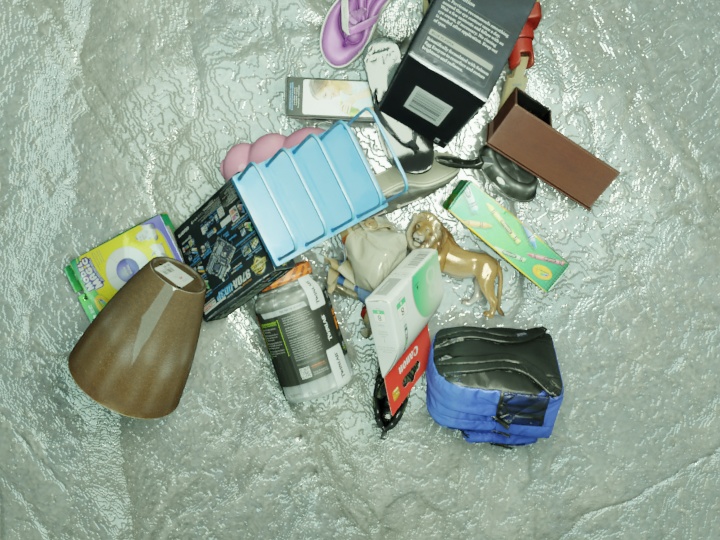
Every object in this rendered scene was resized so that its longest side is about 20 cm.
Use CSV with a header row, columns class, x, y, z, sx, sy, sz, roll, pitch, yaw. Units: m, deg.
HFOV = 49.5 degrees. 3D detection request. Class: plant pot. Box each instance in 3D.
class,x,y,z,sx,sy,sz,roll,pitch,yaw
plant pot,-0.321,0.087,1.198,0.185,0.187,0.202,31,108,-2

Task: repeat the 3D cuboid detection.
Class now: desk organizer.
class,x,y,z,sx,sy,sz,roll,pitch,yaw
desk organizer,0.293,-0.186,1.194,0.198,0.072,0.077,31,125,-9

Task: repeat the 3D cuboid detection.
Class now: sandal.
class,x,y,z,sx,sy,sz,roll,pitch,yaw
sandal,0.049,-0.232,1.123,0.075,0.043,0.203,-21,98,5
sandal,0.001,-0.413,1.214,0.082,0.050,0.204,34,97,-2

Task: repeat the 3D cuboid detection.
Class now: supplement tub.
class,x,y,z,sx,sy,sz,roll,pitch,yaw
supplement tub,-0.094,0.095,1.241,0.120,0.123,0.204,-18,97,4

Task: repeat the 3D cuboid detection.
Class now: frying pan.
class,x,y,z,sx,sy,sz,roll,pitch,yaw
frying pan,0.200,-0.170,1.199,0.188,0.116,0.031,26,134,-18

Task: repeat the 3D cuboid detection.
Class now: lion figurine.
class,x,y,z,sx,sy,sz,roll,pitch,yaw
lion figurine,0.159,-0.009,1.250,0.196,0.073,0.125,19,99,-6

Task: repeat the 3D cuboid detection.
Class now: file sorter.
class,x,y,z,sx,sy,sz,roll,pitch,yaw
file sorter,-0.052,-0.119,1.082,0.198,0.122,0.141,-29,94,-21

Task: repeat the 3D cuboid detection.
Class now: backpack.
class,x,y,z,sx,sy,sz,roll,pitch,yaw
backpack,0.197,0.186,1.221,0.196,0.163,0.171,7,120,-2

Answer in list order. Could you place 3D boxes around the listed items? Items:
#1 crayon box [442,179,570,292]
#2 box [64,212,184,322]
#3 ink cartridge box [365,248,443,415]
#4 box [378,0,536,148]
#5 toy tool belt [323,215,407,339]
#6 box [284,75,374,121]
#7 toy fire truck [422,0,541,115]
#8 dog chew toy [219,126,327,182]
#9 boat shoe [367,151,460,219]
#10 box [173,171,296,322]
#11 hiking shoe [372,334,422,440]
class,x,y,z,sx,sy,sz,roll,pitch,yaw
crayon box,0.222,-0.056,1.214,0.199,0.119,0.059,39,97,-3
box,-0.382,0.002,1.279,0.197,0.048,0.119,-27,95,7
ink cartridge box,0.080,0.093,1.175,0.049,0.161,0.203,2,119,32
box,0.129,-0.297,1.022,0.116,0.197,0.203,28,78,-5
toy tool belt,0.000,0.000,1.229,0.122,0.202,0.125,31,52,19
box,-0.014,-0.260,1.201,0.195,0.117,0.061,3,99,0
toy fire truck,0.189,-0.330,1.194,0.172,0.129,0.205,-7,87,3
dog chew toy,-0.123,-0.159,1.218,0.196,0.124,0.127,1,97,11
boat shoe,0.066,-0.134,1.249,0.196,0.057,0.068,-18,60,0
box,-0.198,-0.034,1.197,0.199,0.046,0.161,-34,74,40
hiking shoe,0.061,0.165,1.246,0.074,0.101,0.204,6,105,0
